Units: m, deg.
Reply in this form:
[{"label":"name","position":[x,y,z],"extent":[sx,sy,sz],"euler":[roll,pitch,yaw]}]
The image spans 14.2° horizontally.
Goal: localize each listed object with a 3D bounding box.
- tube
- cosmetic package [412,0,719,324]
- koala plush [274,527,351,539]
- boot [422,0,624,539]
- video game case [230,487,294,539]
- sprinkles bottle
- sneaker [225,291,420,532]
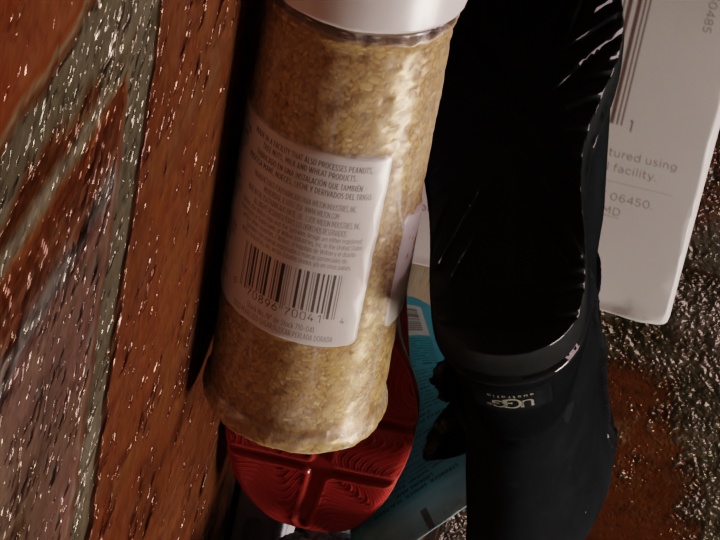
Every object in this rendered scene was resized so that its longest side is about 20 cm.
[{"label":"tube","position":[0.022,0.066,1.222],"extent":[0.077,0.050,0.200],"euler":[-40,-164,10]},{"label":"cosmetic package","position":[0.080,-0.106,1.241],"extent":[0.200,0.164,0.166],"euler":[-64,167,-63]},{"label":"koala plush","position":[-0.018,0.198,1.192],"extent":[0.177,0.183,0.201],"euler":[-37,121,-63]},{"label":"boot","position":[0.059,-0.007,1.077],"extent":[0.168,0.076,0.201],"euler":[83,9,-58]},{"label":"video game case","position":[-0.037,0.115,1.338],"extent":[0.200,0.022,0.183],"euler":[-64,167,-70]},{"label":"sprinkles bottle","position":[-0.010,-0.035,0.975],"extent":[0.068,0.068,0.201],"euler":[-69,172,-55]},{"label":"sneaker","position":[0.000,0.000,1.134],"extent":[0.116,0.078,0.201],"euler":[-68,172,-51]}]
